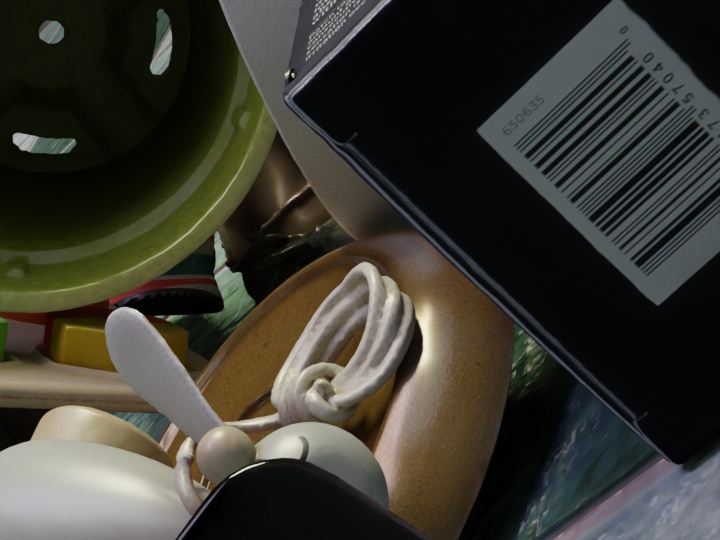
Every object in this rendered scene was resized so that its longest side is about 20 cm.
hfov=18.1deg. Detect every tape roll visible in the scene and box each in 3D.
[{"bbox_3d":[-0.014,-0.109,0.801,0.037,0.204,0.203,-19,21,12],"label":"tape roll"}]

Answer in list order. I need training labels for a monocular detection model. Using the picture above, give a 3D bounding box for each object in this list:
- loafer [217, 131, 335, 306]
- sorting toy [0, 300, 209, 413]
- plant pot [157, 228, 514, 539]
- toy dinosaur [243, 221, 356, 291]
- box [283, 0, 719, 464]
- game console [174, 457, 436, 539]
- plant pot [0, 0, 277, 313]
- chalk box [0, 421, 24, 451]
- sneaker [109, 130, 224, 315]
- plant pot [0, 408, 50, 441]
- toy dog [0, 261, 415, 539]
[{"bbox_3d":[-0.046,-0.038,1.048,0.073,0.071,0.200,-46,14,7],"label":"loafer"},{"bbox_3d":[-0.145,0.022,0.887,0.185,0.199,0.037,23,102,61],"label":"sorting toy"},{"bbox_3d":[-0.027,0.068,0.720,0.200,0.027,0.201,-45,26,29],"label":"plant pot"},{"bbox_3d":[0.000,0.000,0.868,0.088,0.048,0.200,-25,22,16],"label":"toy dinosaur"},{"bbox_3d":[0.069,-0.065,0.641,0.104,0.148,0.200,-43,14,17],"label":"box"},{"bbox_3d":[0.000,0.134,0.369,0.200,0.119,0.172,-54,15,-22],"label":"game console"},{"bbox_3d":[-0.132,-0.096,0.917,0.200,0.200,0.184,-47,9,2],"label":"plant pot"},{"bbox_3d":[-0.184,0.152,0.846,0.124,0.124,0.200,-41,15,23],"label":"chalk box"},{"bbox_3d":[-0.109,-0.024,1.098,0.200,0.070,0.094,174,93,-75],"label":"sneaker"},{"bbox_3d":[-0.226,0.093,1.043,0.183,0.201,0.201,-15,33,44],"label":"plant pot"},{"bbox_3d":[-0.080,0.065,0.672,0.200,0.096,0.132,-39,30,36],"label":"toy dog"}]
